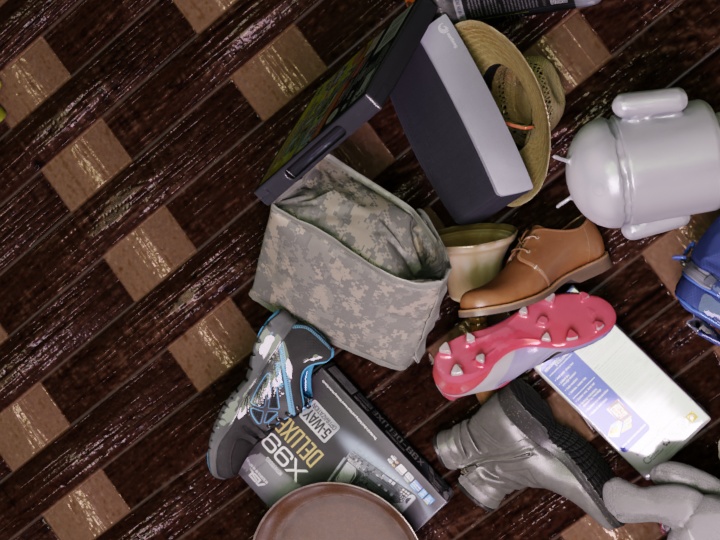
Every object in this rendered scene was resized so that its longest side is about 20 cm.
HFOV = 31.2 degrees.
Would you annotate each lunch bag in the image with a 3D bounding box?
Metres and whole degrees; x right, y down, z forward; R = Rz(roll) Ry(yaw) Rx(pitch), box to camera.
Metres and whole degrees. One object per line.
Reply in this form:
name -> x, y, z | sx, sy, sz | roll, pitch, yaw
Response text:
lunch bag -> 0.402, 0.026, 1.276 | 0.199, 0.136, 0.133 | 30, 99, 11
lunch bag -> 0.000, 0.000, 1.354 | 0.200, 0.118, 0.164 | 32, 141, 11

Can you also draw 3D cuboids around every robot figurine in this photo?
robot figurine -> 0.293, -0.106, 1.299 | 0.199, 0.113, 0.170 | -10, 122, 3

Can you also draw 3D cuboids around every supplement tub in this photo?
supplement tub -> 0.145, -0.320, 1.328 | 0.199, 0.122, 0.123 | -7, 91, 13

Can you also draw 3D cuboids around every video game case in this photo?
video game case -> -0.013, -0.171, 1.289 | 0.025, 0.200, 0.181 | 42, 131, -14

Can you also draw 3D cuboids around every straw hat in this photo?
straw hat -> 0.165, -0.175, 1.343 | 0.085, 0.201, 0.202 | -24, 86, -25

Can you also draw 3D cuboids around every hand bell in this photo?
hand bell -> 0.127, 0.058, 1.385 | 0.104, 0.104, 0.201 | -4, 105, 14

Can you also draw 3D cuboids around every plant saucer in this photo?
plant saucer -> -0.022, 0.322, 1.385 | 0.199, 0.032, 0.201 | 1, 95, 14

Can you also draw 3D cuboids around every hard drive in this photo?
hard drive -> 0.095, -0.150, 1.348 | 0.042, 0.135, 0.201 | -24, 86, -27

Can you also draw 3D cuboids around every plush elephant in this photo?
plush elephant -> 0.360, 0.260, 1.301 | 0.199, 0.155, 0.165 | -24, 78, 21

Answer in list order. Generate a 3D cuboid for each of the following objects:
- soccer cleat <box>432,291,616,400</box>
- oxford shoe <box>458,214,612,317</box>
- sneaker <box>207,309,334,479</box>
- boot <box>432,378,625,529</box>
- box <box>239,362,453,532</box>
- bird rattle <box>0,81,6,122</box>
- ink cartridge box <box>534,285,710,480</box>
soccer cleat -> 0.169, 0.079, 1.341 | 0.199, 0.077, 0.067 | -20, 60, -7
oxford shoe -> 0.170, -0.004, 1.317 | 0.071, 0.200, 0.072 | -5, 107, 54
sneaker -> -0.099, 0.145, 1.373 | 0.082, 0.073, 0.201 | 27, 106, 5
boot -> 0.181, 0.220, 1.388 | 0.200, 0.068, 0.131 | 47, 117, 1
box -> -0.022, 0.228, 1.427 | 0.158, 0.050, 0.200 | -45, 83, 13
bird rattle -> -0.515, -0.154, 1.515 | 0.199, 0.113, 0.164 | -12, 106, 17
ink cartridge box -> 0.265, 0.117, 1.367 | 0.200, 0.037, 0.095 | 44, 101, 6
